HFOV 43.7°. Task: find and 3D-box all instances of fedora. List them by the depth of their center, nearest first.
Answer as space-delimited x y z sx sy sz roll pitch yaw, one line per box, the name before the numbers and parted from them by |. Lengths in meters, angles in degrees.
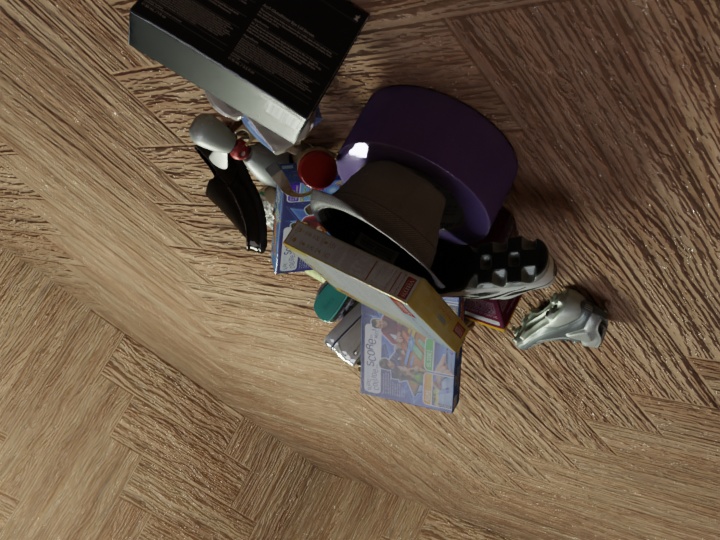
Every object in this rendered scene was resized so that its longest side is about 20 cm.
fedora | 0.035 -0.061 1.003 0.177 0.090 0.200 37 170 -16

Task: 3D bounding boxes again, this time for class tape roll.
tape roll | 0.077 -0.120 1.064 0.200 0.085 0.200 25 160 10

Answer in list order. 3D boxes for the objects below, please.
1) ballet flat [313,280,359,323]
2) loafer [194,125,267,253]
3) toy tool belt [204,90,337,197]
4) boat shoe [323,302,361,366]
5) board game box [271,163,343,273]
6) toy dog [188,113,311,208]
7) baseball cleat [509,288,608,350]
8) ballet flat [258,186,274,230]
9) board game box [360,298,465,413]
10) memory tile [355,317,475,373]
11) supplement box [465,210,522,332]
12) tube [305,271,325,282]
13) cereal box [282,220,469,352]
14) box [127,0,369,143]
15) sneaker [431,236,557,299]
ballet flat | 0.000 0.000 1.274 0.072 0.072 0.200 31 134 -8
loafer | -0.188 -0.110 1.301 0.073 0.071 0.200 105 145 -70
toy tool belt | -0.097 -0.192 1.071 0.200 0.125 0.123 51 -172 -16
boat shoe | 0.041 0.053 1.263 0.070 0.200 0.071 45 178 8
board game box | -0.050 -0.072 1.237 0.135 0.035 0.200 -6 146 -14
toy dog | -0.141 -0.168 1.227 0.200 0.132 0.096 53 -173 -41
baseball cleat | 0.294 0.090 1.317 0.106 0.070 0.200 29 161 -1
ballet flat | -0.092 -0.061 1.446 0.200 0.072 0.072 38 158 -30
board game box | 0.067 0.082 1.186 0.135 0.034 0.200 10 115 20
memory tile | 0.089 0.096 1.321 0.153 0.200 0.017 -10 107 27
supplement box | 0.154 -0.008 1.234 0.110 0.086 0.200 19 159 25
tube | -0.011 0.023 1.522 0.200 0.052 0.058 29 -173 33
cereal box | 0.019 0.018 1.052 0.200 0.040 0.144 26 169 36
box | -0.114 -0.247 0.922 0.200 0.141 0.079 31 162 -7
sneaker | 0.137 0.007 1.079 0.200 0.074 0.088 1 161 27
